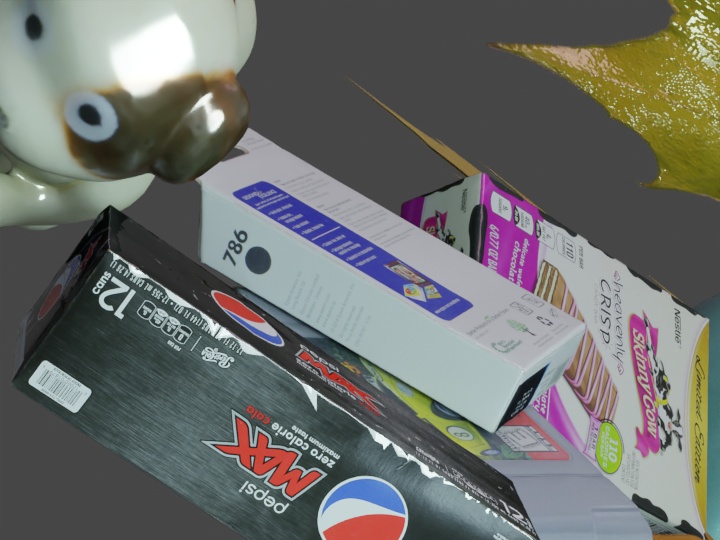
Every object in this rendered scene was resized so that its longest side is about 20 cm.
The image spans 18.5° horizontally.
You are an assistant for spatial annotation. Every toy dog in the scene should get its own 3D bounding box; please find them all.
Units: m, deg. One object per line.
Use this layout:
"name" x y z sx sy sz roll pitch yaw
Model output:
"toy dog" -0.099 -0.085 0.870 0.200 0.193 0.140 -129 -158 -79

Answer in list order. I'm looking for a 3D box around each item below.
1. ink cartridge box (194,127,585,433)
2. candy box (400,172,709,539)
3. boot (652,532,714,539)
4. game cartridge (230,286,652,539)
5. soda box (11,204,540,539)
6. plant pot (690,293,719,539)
"ink cartridge box" 0.000 0.000 1.020 0.200 0.039 0.099 32 22 14
"candy box" 0.103 0.054 1.156 0.200 0.061 0.137 30 54 -39
"boot" 0.223 0.196 1.099 0.201 0.071 0.144 26 16 -29
"game cartridge" 0.023 0.070 0.979 0.133 0.041 0.200 0 32 -42
"soda box" -0.031 0.062 0.828 0.200 0.063 0.071 36 9 -14
"plant pot" 0.232 0.106 1.297 0.200 0.161 0.201 37 9 -7
